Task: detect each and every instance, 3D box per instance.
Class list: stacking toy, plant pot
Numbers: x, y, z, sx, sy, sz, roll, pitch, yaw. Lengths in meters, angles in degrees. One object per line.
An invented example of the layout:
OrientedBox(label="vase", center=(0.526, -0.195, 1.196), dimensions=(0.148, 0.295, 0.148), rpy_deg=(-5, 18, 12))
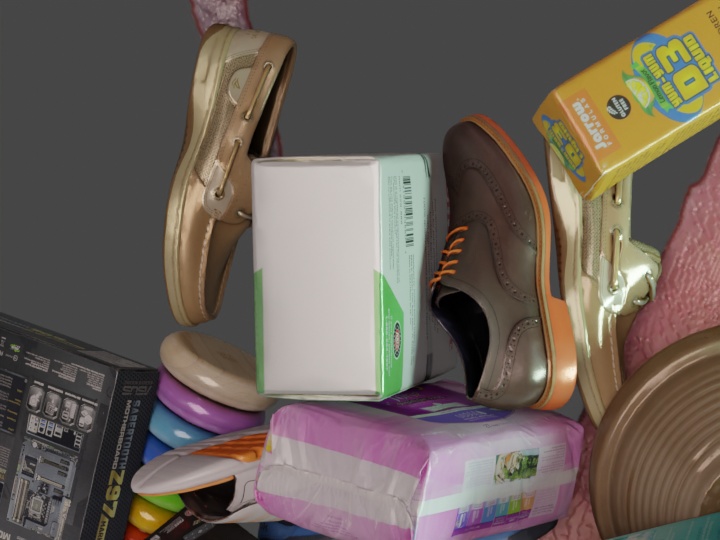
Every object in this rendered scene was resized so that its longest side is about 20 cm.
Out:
OrientedBox(label="stacking toy", center=(-0.129, 0.145, 1.716), dimensions=(0.085, 0.085, 0.201), rpy_deg=(27, 102, 10))
OrientedBox(label="plant pot", center=(0.246, 0.140, 1.593), dimensions=(0.200, 0.093, 0.202), rpy_deg=(-1, 106, -5))

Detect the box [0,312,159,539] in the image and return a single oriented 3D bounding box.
OrientedBox(label="box", center=(-0.237, 0.114, 1.717), dimensions=(0.199, 0.051, 0.159), rpy_deg=(17, 96, 33))

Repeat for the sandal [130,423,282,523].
OrientedBox(label="sandal", center=(-0.045, 0.128, 1.651), dimensions=(0.206, 0.079, 0.060), rpy_deg=(-15, 99, -30))

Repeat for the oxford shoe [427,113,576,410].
OrientedBox(label="oxford shoe", center=(0.077, -0.008, 1.611), dimensions=(0.072, 0.071, 0.201), rpy_deg=(-2, 63, -27))

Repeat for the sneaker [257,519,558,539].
OrientedBox(label="sneaker", center=(0.027, 0.164, 1.686), dimensions=(0.199, 0.066, 0.079), rpy_deg=(-14, 90, 13))

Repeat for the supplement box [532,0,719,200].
OrientedBox(label="supplement box", center=(0.208, -0.125, 1.600), dimensions=(0.199, 0.069, 0.067), rpy_deg=(-32, 84, -9))

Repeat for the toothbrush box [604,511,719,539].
OrientedBox(label="toothbrush box", center=(0.186, 0.229, 1.518), dimensions=(0.199, 0.085, 0.147), rpy_deg=(-16, 95, 13))

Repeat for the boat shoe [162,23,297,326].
OrientedBox(label="boat shoe", center=(-0.085, -0.059, 1.698), dimensions=(0.064, 0.071, 0.201), rpy_deg=(9, 93, 12))

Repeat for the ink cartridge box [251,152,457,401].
OrientedBox(label="ink cartridge box", center=(0.000, 0.000, 1.618), dimensions=(0.084, 0.200, 0.147), rpy_deg=(-1, 92, 15))

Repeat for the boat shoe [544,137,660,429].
OrientedBox(label="boat shoe", center=(0.159, 0.000, 1.642), dimensions=(0.064, 0.071, 0.201), rpy_deg=(-7, 92, 6))

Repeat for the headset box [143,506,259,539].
OrientedBox(label="headset box", center=(-0.092, 0.246, 1.609), dimensions=(0.149, 0.200, 0.077), rpy_deg=(-38, 125, -17))

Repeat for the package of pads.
OrientedBox(label="package of pads", center=(0.038, 0.118, 1.581), dimensions=(0.120, 0.200, 0.076), rpy_deg=(16, 101, 31))
